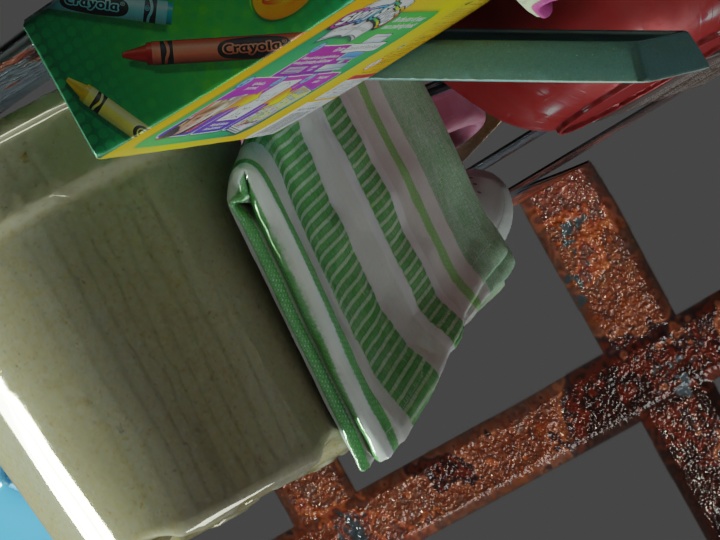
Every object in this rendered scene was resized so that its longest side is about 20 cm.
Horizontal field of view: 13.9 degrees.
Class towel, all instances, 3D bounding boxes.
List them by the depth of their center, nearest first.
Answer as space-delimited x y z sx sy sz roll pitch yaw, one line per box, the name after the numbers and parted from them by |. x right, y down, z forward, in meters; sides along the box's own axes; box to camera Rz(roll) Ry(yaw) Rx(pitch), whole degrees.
0.007 -0.021 1.294 0.023 0.153 0.200 -19 -162 27 | towel

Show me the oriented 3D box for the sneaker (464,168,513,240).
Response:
0.000 0.000 1.436 0.200 0.075 0.087 -28 171 -29 | sneaker

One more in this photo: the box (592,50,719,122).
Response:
0.154 -0.144 1.533 0.075 0.100 0.200 -30 176 22 | box

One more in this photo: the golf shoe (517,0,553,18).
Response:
0.111 -0.160 1.062 0.200 0.092 0.075 -29 175 -19 | golf shoe

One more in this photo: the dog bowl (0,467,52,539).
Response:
-0.139 0.091 1.427 0.111 0.050 0.200 28 142 -37 | dog bowl

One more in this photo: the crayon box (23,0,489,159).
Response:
-0.028 -0.098 1.084 0.119 0.058 0.200 -30 176 17 | crayon box

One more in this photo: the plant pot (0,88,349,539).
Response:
-0.101 0.027 1.266 0.200 0.184 0.200 -29 176 -2 | plant pot

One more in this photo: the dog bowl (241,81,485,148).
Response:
-0.025 -0.065 1.456 0.200 0.074 0.200 -28 176 -2 | dog bowl

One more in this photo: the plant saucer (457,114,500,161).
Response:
0.055 -0.094 1.648 0.200 0.034 0.200 -45 174 -6 | plant saucer

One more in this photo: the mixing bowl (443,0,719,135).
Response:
0.102 -0.129 1.285 0.200 0.109 0.200 -30 177 -2 | mixing bowl

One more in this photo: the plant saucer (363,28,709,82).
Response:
0.037 -0.088 1.199 0.199 0.019 0.070 4 -169 28 | plant saucer
